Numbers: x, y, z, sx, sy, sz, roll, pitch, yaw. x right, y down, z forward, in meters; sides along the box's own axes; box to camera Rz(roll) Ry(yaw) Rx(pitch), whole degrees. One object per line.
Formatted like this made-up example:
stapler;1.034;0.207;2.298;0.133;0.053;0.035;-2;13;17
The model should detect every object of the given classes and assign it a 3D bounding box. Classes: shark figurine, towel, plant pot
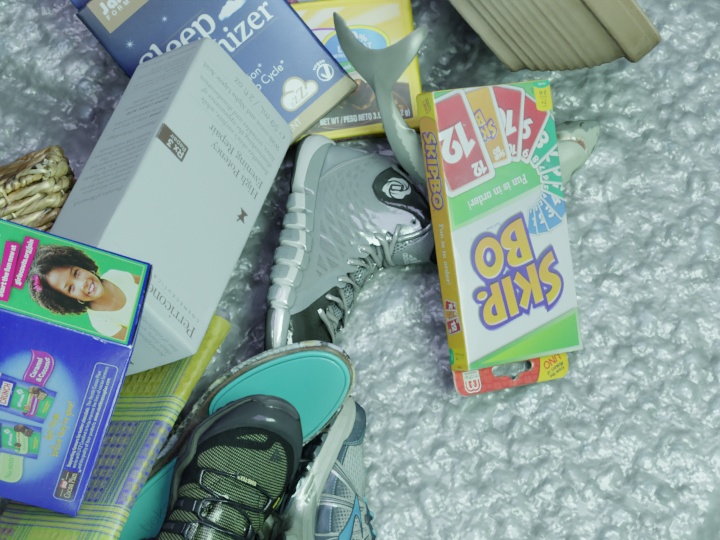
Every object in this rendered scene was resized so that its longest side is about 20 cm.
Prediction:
shark figurine;0.055;-0.085;1.404;0.089;0.214;0.129;24;91;57
towel;-0.163;0.108;1.322;0.143;0.023;0.201;-5;52;50
plant pot;0.104;-0.199;1.365;0.093;0.201;0.201;-41;68;8

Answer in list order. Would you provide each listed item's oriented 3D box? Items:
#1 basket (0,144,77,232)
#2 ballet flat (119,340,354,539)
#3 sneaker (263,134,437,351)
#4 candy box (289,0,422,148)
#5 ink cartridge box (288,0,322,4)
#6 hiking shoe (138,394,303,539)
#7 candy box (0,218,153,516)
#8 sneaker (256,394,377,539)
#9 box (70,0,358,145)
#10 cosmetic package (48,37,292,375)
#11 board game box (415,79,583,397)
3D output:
basket;-0.258;0.024;1.364;0.199;0.143;0.150;-27;102;-3
ballet flat;-0.089;0.106;1.318;0.200;0.072;0.072;-40;68;9
sneaker;0.000;0.000;1.382;0.115;0.075;0.201;7;65;3
candy box;-0.057;-0.138;1.457;0.198;0.026;0.103;-8;83;-1
ink cartridge box;-0.076;-0.256;1.497;0.198;0.085;0.146;-7;65;-2
hiking shoe;-0.090;0.171;1.251;0.075;0.201;0.101;23;21;-26
candy box;-0.243;0.047;1.219;0.199;0.170;0.077;16;43;-10
sneaker;-0.026;0.173;1.312;0.086;0.077;0.201;36;49;-22
box;-0.110;-0.166;1.420;0.121;0.032;0.200;-40;93;2
cosmetic package;-0.125;-0.043;1.310;0.074;0.102;0.201;-17;39;38
board game box;0.094;-0.022;1.349;0.095;0.030;0.202;-9;95;-30
